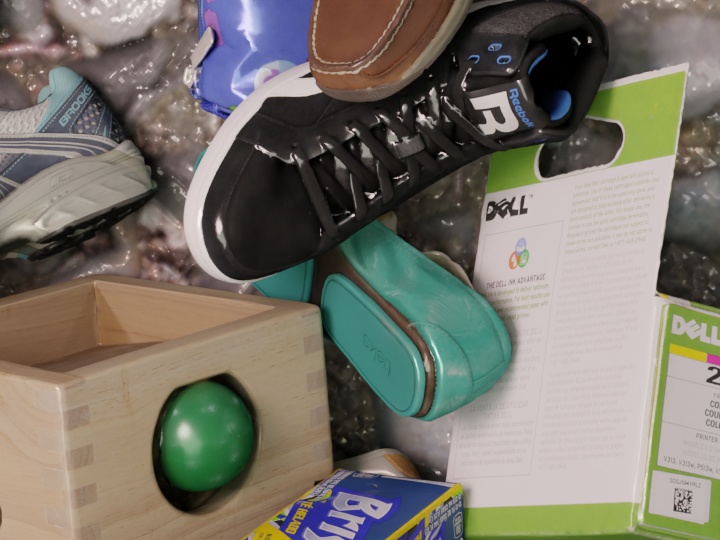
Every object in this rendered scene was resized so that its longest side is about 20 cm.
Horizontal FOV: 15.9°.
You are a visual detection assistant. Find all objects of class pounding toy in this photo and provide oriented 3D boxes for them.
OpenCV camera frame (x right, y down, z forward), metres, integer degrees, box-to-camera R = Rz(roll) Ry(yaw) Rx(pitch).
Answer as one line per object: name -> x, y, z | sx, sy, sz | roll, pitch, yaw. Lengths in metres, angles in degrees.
pounding toy -> -0.114, 0.097, 1.129 | 0.199, 0.184, 0.143 | 8, 107, 43

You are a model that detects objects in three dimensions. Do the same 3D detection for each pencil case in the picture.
pencil case -> -0.040, -0.160, 1.157 | 0.086, 0.078, 0.201 | -5, 101, -23

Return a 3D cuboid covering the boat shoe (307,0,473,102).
boat shoe -> 0.014, -0.165, 1.099 | 0.075, 0.072, 0.201 | 0, 59, 30

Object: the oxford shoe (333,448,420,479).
oxford shoe -> -0.052, 0.128, 1.232 | 0.199, 0.075, 0.058 | -15, 56, 22

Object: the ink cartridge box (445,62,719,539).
ink cartridge box -> 0.115, 0.024, 1.130 | 0.076, 0.148, 0.201 | 15, 77, -30

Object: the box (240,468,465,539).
box -> -0.026, 0.149, 1.069 | 0.064, 0.200, 0.070 | 5, 109, 27

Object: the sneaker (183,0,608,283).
sneaker -> 0.022, -0.063, 1.098 | 0.200, 0.112, 0.073 | -39, 114, -23

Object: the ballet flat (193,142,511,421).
ballet flat -> 0.000, 0.000, 1.175 | 0.200, 0.070, 0.068 | 44, 134, 40

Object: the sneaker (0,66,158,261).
sneaker -> -0.197, -0.033, 1.186 | 0.199, 0.078, 0.087 | -23, 83, -29
